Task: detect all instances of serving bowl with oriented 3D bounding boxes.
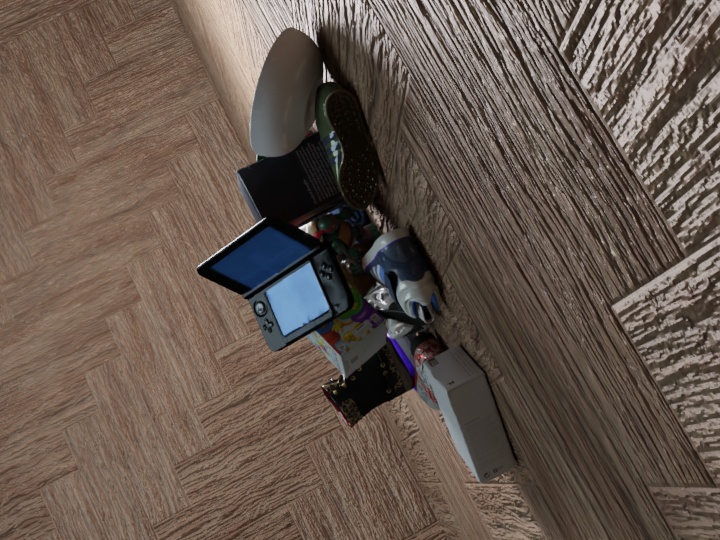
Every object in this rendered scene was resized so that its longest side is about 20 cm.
[{"bbox_3d":[-0.101,-0.264,1.341,0.066,0.201,0.200,18,163,7],"label":"serving bowl"}]

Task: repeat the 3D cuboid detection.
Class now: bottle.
[{"bbox_3d":[0.087,0.147,1.720,0.200,0.065,0.084,56,178,33],"label":"bottle"}]

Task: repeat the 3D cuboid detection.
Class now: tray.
[{"bbox_3d":[0.000,0.000,1.677,0.099,0.037,0.200,63,-162,2],"label":"tray"}]

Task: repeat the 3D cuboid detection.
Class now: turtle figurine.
[{"bbox_3d":[-0.019,-0.062,1.516,0.200,0.100,0.150,37,-118,-64],"label":"turtle figurine"}]

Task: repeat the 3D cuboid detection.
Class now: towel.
[{"bbox_3d":[-0.029,-0.107,1.748,0.112,0.048,0.200,61,172,10],"label":"towel"}]

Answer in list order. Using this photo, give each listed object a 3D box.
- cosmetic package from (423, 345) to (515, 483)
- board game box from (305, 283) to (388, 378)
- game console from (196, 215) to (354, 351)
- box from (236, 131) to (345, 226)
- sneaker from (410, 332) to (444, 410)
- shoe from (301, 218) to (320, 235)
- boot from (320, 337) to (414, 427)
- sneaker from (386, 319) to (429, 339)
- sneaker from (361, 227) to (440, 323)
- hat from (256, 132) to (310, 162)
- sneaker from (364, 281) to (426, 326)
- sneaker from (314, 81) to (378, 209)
[{"bbox_3d":[0.176,0.231,1.405,0.102,0.074,0.200,50,163,60],"label":"cosmetic package"},{"bbox_3d":[-0.057,0.070,1.524,0.200,0.103,0.105,43,164,22],"label":"board game box"},{"bbox_3d":[-0.139,0.028,1.417,0.119,0.200,0.173,-9,-109,-55],"label":"game console"},{"bbox_3d":[-0.099,-0.147,1.509,0.124,0.198,0.200,63,173,0],"label":"box"},{"bbox_3d":[0.144,0.214,1.581,0.108,0.067,0.202,-121,11,-48],"label":"sneaker"},{"bbox_3d":[-0.056,-0.007,1.676,0.200,0.053,0.070,60,-163,-8],"label":"shoe"},{"bbox_3d":[-0.007,0.177,1.618,0.200,0.150,0.073,58,166,-16],"label":"boot"},{"bbox_3d":[0.072,0.074,1.609,0.200,0.075,0.081,-155,47,-78],"label":"sneaker"},{"bbox_3d":[0.068,0.027,1.399,0.200,0.080,0.147,111,136,-73],"label":"sneaker"},{"bbox_3d":[-0.098,-0.227,1.775,0.176,0.200,0.166,0,88,40],"label":"hat"},{"bbox_3d":[0.065,0.041,1.504,0.074,0.089,0.200,26,174,-26],"label":"sneaker"},{"bbox_3d":[-0.024,-0.199,1.339,0.090,0.067,0.201,-125,16,-52],"label":"sneaker"}]
